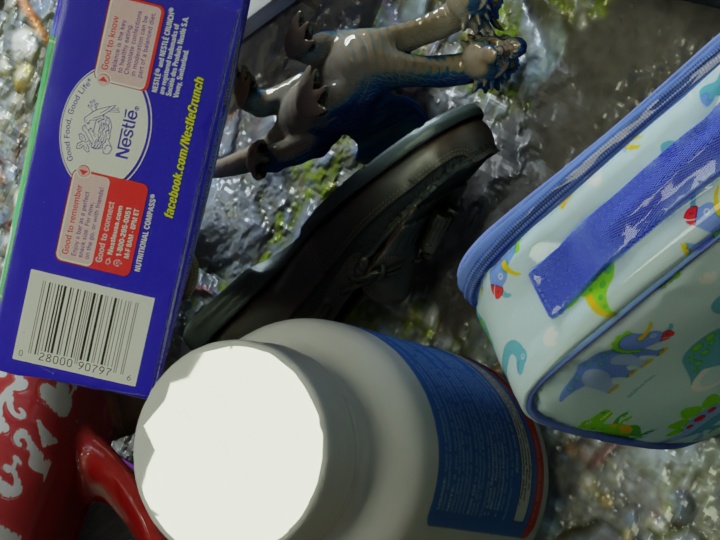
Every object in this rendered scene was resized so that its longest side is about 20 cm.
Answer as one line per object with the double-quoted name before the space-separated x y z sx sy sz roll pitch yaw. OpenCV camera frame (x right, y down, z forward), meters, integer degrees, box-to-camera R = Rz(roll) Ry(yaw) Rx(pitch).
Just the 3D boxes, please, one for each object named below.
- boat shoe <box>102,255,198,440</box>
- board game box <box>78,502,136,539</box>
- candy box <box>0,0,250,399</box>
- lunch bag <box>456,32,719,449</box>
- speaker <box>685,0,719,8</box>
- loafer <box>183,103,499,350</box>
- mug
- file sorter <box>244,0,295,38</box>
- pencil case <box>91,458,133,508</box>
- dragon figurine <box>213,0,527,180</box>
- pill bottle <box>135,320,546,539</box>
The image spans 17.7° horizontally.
"boat shoe" -0.114 0.001 1.141 0.074 0.075 0.203 -4 54 11
"board game box" -0.155 0.182 1.036 0.200 0.035 0.136 -35 25 6
"candy box" -0.097 -0.057 0.986 0.077 0.200 0.170 13 103 -3
"lunch bag" 0.146 -0.018 0.887 0.200 0.160 0.083 -42 59 26
"speaker" 0.115 -0.163 0.990 0.199 0.081 0.082 20 95 39
"loafer" 0.000 0.000 1.073 0.200 0.072 0.063 -40 78 35
"mug" -0.165 0.126 0.981 0.177 0.200 0.134 22 124 -2
"file sorter" -0.095 -0.231 1.145 0.138 0.124 0.201 -32 64 31
"pencil case" -0.166 0.178 1.152 0.092 0.085 0.201 38 108 56
"dragon figurine" -0.004 -0.077 1.084 0.200 0.099 0.059 -41 57 48
"pill bottle" -0.007 0.079 0.946 0.112 0.200 0.113 -4 80 24
